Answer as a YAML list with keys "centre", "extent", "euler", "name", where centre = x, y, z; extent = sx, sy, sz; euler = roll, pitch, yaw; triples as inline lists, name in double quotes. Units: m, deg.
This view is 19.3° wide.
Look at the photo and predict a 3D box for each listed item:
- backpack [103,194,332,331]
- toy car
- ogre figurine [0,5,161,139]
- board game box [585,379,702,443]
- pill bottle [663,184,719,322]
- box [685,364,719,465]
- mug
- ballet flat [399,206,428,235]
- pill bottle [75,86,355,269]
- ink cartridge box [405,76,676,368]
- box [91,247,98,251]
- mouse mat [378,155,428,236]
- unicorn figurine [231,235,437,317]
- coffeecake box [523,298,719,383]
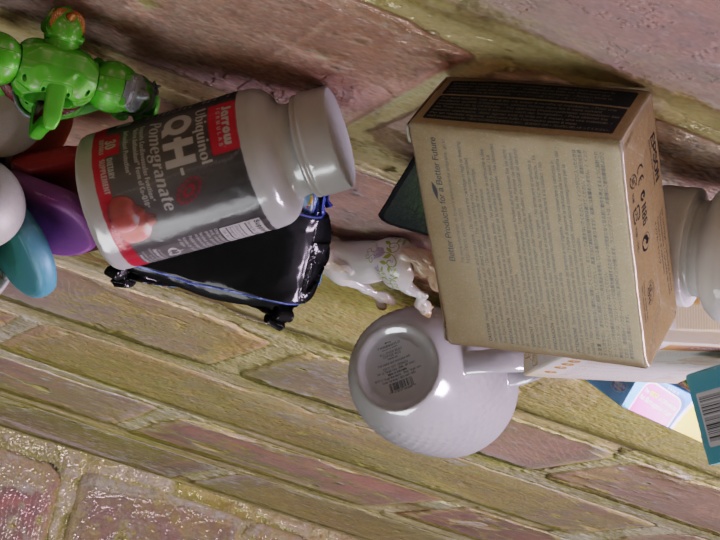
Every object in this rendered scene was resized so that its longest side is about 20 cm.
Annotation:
- centre: [-0.108, -0.042, 1.798]
  extent: [0.182, 0.135, 0.200]
  euler: [14, -171, 5]
  name: "backpack"
- centre: [-0.290, -0.060, 1.795]
  extent: [0.150, 0.200, 0.175]
  euler: [12, 151, -10]
  name: "toy car"
- centre: [-0.240, -0.148, 1.619]
  extent: [0.200, 0.098, 0.120]
  euler: [33, 171, -21]
  name: "ogre figurine"
- centre: [0.292, 0.117, 2.062]
  extent: [0.200, 0.040, 0.153]
  euler: [25, -172, -34]
  name: "board game box"
- centre: [0.316, -0.008, 1.574]
  extent: [0.200, 0.110, 0.110]
  euler: [8, 164, 22]
  name: "pill bottle"
- centre: [0.372, 0.109, 1.828]
  extent: [0.200, 0.082, 0.049]
  euler: [-8, 172, -40]
  name: "box"
- centre: [0.088, 0.102, 2.087]
  extent: [0.200, 0.148, 0.175]
  euler: [-9, 168, 18]
  name: "mug"
- centre: [0.129, -0.044, 1.762]
  extent: [0.200, 0.046, 0.067]
  euler: [11, 150, -6]
  name: "ballet flat"
- centre: [-0.110, -0.077, 1.634]
  extent: [0.200, 0.111, 0.111]
  euler: [-15, 158, 10]
  name: "pill bottle"
- centre: [0.134, -0.035, 1.535]
  extent: [0.165, 0.075, 0.200]
  euler: [8, 129, 26]
  name: "ink cartridge box"
- centre: [-0.325, -0.083, 1.975]
  extent: [0.200, 0.075, 0.100]
  euler: [21, 164, -29]
  name: "box"
- centre: [0.114, -0.062, 1.674]
  extent: [0.161, 0.008, 0.200]
  euler: [15, 150, -9]
  name: "mouse mat"
- centre: [0.000, 0.000, 1.997]
  extent: [0.200, 0.074, 0.137]
  euler: [-16, 149, 33]
  name: "unicorn figurine"
- centre: [0.246, 0.046, 1.845]
  extent: [0.153, 0.073, 0.200]
  euler: [4, 168, -15]
  name: "coffeecake box"
